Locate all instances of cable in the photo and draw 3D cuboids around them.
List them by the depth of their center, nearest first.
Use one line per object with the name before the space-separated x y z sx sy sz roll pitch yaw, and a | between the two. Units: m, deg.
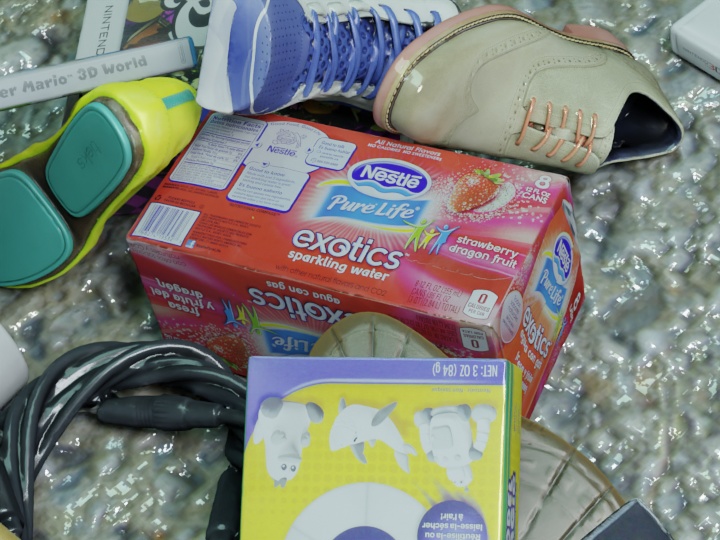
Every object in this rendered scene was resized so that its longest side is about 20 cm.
cable | -0.103 0.115 0.960 0.162 0.051 0.200 -28 46 -18

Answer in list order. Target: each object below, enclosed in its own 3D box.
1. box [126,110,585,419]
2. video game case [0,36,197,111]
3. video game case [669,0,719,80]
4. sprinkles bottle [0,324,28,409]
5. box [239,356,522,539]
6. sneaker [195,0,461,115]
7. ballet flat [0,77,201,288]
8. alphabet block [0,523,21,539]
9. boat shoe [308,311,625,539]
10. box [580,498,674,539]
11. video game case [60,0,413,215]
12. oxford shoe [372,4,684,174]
box | 0.000 0.000 0.997 0.199 0.096 0.100 13 53 24
video game case | -0.200 -0.086 1.033 0.199 0.018 0.143 -17 9 -29
video game case | 0.299 -0.138 1.097 0.200 0.024 0.182 -37 51 -19
sprinkles bottle | -0.254 0.094 0.993 0.068 0.069 0.200 28 61 32
box | 0.006 0.138 0.853 0.116 0.048 0.202 -1 82 14
sneaker | -0.007 -0.118 1.029 0.114 0.081 0.199 13 13 10
ballet flat | -0.143 -0.046 1.049 0.067 0.200 0.067 -34 91 -41
alphabet block | -0.278 0.140 0.822 0.200 0.196 0.196 42 63 -3
boat shoe | 0.058 0.100 0.910 0.074 0.066 0.200 -41 73 -10
box | 0.084 0.228 0.718 0.199 0.124 0.199 -34 71 -22
video game case | -0.066 -0.113 1.154 0.198 0.036 0.182 -4 50 10
oxford shoe | 0.091 -0.085 1.017 0.199 0.071 0.074 -9 42 -44
